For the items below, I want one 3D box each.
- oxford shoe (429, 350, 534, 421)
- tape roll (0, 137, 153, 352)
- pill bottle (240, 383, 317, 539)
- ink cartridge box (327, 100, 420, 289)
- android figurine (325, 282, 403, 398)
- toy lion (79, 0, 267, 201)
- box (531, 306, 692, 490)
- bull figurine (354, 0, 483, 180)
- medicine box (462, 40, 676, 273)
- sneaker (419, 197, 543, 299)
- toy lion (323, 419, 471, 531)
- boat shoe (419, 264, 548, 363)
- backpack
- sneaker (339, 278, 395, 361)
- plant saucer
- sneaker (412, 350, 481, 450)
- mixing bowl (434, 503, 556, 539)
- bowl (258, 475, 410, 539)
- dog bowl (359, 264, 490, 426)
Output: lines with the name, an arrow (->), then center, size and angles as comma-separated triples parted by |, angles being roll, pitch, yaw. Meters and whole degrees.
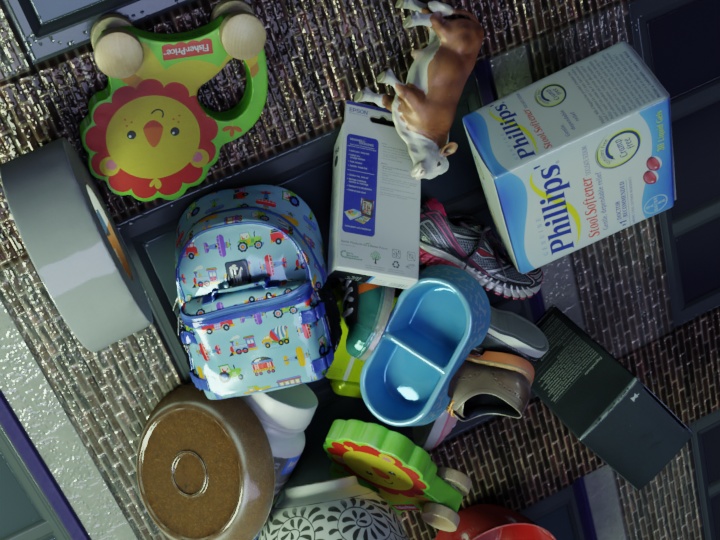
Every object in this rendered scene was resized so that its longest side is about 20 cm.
oxford shoe -> 0.104, 0.135, 1.101 | 0.197, 0.074, 0.072 | 2, 139, 18
tape roll -> -0.274, -0.025, 0.903 | 0.066, 0.200, 0.202 | -25, 120, -7
pill bottle -> -0.135, 0.224, 1.118 | 0.113, 0.114, 0.202 | 20, 106, -27
ink cartridge box -> 0.018, -0.085, 1.035 | 0.098, 0.039, 0.203 | 10, 71, -17
android figurine -> 0.016, 0.079, 1.150 | 0.198, 0.041, 0.184 | 10, 110, -24
toy lion -> -0.191, -0.168, 0.955 | 0.197, 0.069, 0.194 | -13, 124, -15
box -> 0.306, 0.163, 1.203 | 0.104, 0.200, 0.148 | -47, 120, 5
bull figurine -> 0.069, -0.200, 1.007 | 0.121, 0.065, 0.202 | 28, 77, -28
medicine box -> 0.234, -0.119, 1.026 | 0.198, 0.104, 0.183 | -25, 141, 3
sneaker -> 0.147, -0.022, 1.131 | 0.198, 0.081, 0.075 | 20, 104, -26
toy lion -> 0.027, 0.251, 1.154 | 0.191, 0.199, 0.069 | 38, 59, -19
boat shoe -> 0.132, 0.064, 1.120 | 0.199, 0.076, 0.061 | 33, 121, -5
backpack -> -0.119, 0.017, 1.005 | 0.180, 0.135, 0.203 | -7, 111, 4
sneaker -> 0.000, 0.000, 1.065 | 0.079, 0.071, 0.203 | 16, 74, -12
plant saucer -> -0.189, 0.232, 1.064 | 0.034, 0.199, 0.202 | -1, 121, -63
sneaker -> 0.143, 0.152, 1.210 | 0.103, 0.075, 0.203 | 15, 103, -20
mixing bowl -> 0.176, 0.411, 1.321 | 0.197, 0.108, 0.203 | -9, 116, -17
bowl -> -0.041, 0.299, 1.100 | 0.198, 0.201, 0.096 | -6, 77, -18
dog bowl -> 0.069, 0.090, 1.057 | 0.111, 0.049, 0.202 | 31, 104, 16
